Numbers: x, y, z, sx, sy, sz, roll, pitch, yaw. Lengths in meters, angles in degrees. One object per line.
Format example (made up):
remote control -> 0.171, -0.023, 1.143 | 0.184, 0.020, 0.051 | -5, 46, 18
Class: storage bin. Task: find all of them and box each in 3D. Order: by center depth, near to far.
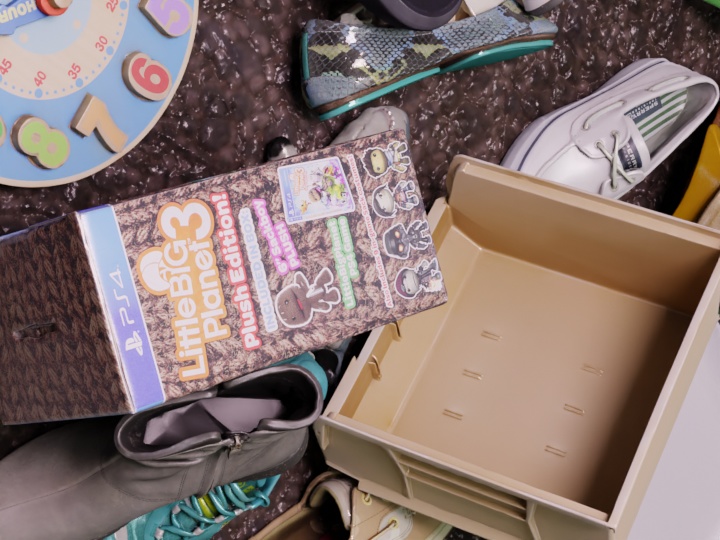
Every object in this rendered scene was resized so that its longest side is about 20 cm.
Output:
storage bin -> 0.098, 0.053, 0.977 | 0.201, 0.197, 0.094 | -62, 158, -26

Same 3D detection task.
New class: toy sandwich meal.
toy sandwich meal -> 0.274, -0.055, 1.203 | 0.205, 0.070, 0.206 | -39, 152, -25

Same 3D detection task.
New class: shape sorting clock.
shape sorting clock -> -0.166, -0.143, 0.852 | 0.199, 0.039, 0.202 | -9, 105, -38

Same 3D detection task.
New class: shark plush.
shark plush -> 0.000, 0.000, 1.003 | 0.083, 0.090, 0.202 | -18, 108, -68

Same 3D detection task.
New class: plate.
plate -> 0.216, 0.156, 1.122 | 0.200, 0.032, 0.200 | -53, 128, -19

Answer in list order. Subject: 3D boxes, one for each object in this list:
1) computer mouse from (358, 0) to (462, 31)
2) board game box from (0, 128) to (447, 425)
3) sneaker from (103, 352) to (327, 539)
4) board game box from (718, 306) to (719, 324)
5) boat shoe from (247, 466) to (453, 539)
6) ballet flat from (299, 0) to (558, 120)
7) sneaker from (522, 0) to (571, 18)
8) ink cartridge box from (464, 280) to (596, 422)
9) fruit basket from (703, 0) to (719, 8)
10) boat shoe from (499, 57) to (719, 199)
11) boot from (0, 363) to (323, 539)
computer mouse -> 0.024, -0.227, 0.970 | 0.138, 0.053, 0.202 | 23, 62, -36
board game box -> -0.084, 0.004, 0.857 | 0.199, 0.159, 0.098 | -18, 94, -34
sneaker -> -0.093, 0.121, 0.938 | 0.078, 0.079, 0.201 | 46, 71, -36
board game box -> 0.284, 0.023, 1.212 | 0.200, 0.023, 0.105 | -50, 157, -6
boat shoe -> -0.007, 0.160, 1.020 | 0.200, 0.074, 0.067 | -38, 126, -27
ballet flat -> 0.044, -0.150, 1.008 | 0.199, 0.074, 0.075 | -22, 112, -38
sneaker -> 0.135, -0.255, 1.047 | 0.091, 0.066, 0.200 | 47, 51, -16
ink cartridge box -> 0.139, 0.107, 1.123 | 0.145, 0.083, 0.201 | -46, 125, -23
fruit basket -> 0.325, -0.293, 1.167 | 0.215, 0.155, 0.217 | -23, 130, -30
boat shoe -> 0.170, -0.088, 1.120 | 0.200, 0.067, 0.074 | -43, 122, -24
boot -> -0.117, 0.092, 0.845 | 0.199, 0.131, 0.068 | -18, 77, -6
